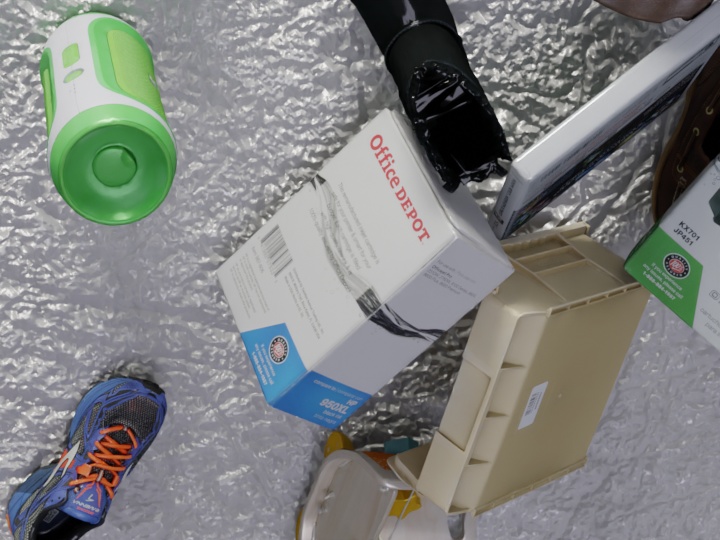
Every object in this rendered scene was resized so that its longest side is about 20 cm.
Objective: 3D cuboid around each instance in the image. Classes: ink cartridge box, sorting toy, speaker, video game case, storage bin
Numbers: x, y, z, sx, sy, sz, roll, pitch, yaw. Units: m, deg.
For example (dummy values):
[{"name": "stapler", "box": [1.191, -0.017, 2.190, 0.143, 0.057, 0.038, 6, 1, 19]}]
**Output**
[{"name": "ink cartridge box", "box": [0.000, 0.000, 1.058, 0.200, 0.145, 0.084, -42, 139, 19]}, {"name": "sorting toy", "box": [0.048, 0.224, 1.252, 0.178, 0.107, 0.201, 2, 127, -28]}, {"name": "speaker", "box": [-0.174, -0.108, 0.937, 0.088, 0.200, 0.089, -7, 121, -12]}, {"name": "video game case", "box": [0.185, -0.109, 1.047, 0.199, 0.182, 0.023, -38, 81, -8]}, {"name": "ink cartridge box", "box": [0.327, -0.037, 1.077, 0.146, 0.083, 0.201, 41, 118, 8]}, {"name": "storage bin", "box": [0.132, 0.081, 1.141, 0.198, 0.093, 0.202, -12, 128, -47]}]

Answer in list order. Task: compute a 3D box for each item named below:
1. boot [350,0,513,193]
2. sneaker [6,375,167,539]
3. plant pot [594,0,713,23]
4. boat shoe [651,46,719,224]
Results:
[{"name": "boot", "box": [0.039, -0.163, 0.986, 0.073, 0.163, 0.199, -26, 122, 10]}, {"name": "sneaker", "box": [-0.224, 0.174, 1.154, 0.075, 0.079, 0.201, 27, 109, -28]}, {"name": "plant pot", "box": [0.220, -0.291, 0.937, 0.198, 0.202, 0.199, 7, 141, -19]}, {"name": "boat shoe", "box": [0.296, -0.099, 1.152, 0.070, 0.070, 0.202, -3, 120, -15]}]
